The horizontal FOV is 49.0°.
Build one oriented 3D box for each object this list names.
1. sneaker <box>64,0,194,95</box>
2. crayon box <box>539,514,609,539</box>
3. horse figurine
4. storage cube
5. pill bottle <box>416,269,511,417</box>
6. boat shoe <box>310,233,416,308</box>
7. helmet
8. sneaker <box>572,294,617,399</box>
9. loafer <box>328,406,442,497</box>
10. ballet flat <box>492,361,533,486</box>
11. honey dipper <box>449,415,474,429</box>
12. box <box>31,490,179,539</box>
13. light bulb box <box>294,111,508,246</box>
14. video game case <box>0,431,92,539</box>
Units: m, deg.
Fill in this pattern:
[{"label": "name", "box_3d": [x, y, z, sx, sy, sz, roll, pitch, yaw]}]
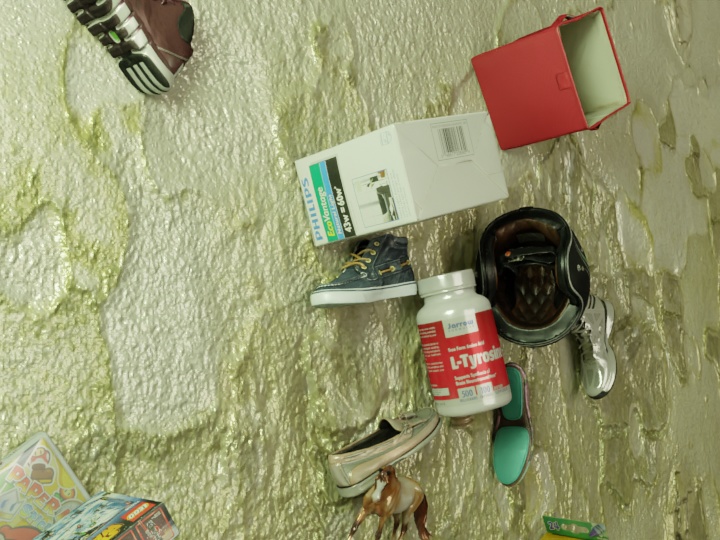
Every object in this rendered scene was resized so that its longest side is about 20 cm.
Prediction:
[{"label": "sneaker", "box_3d": [-0.260, -0.309, 0.896, 0.200, 0.075, 0.116, 60, 44, -33]}, {"label": "crayon box", "box_3d": [0.372, 0.520, 1.329, 0.052, 0.126, 0.201, -26, 101, -42]}, {"label": "horse figurine", "box_3d": [0.044, 0.324, 1.063, 0.200, 0.050, 0.133, 25, 84, -55]}, {"label": "storage cube", "box_3d": [0.330, -0.327, 1.370, 0.171, 0.179, 0.201, -33, 107, -41]}, {"label": "pill bottle", "box_3d": [0.145, 0.104, 1.151, 0.112, 0.112, 0.201, -10, 86, -43]}, {"label": "boat shoe", "box_3d": [0.000, 0.000, 1.096, 0.200, 0.071, 0.091, -7, 88, -50]}, {"label": "helmet", "box_3d": [0.276, 0.019, 1.266, 0.200, 0.200, 0.191, -53, 139, -34]}, {"label": "sneaker", "box_3d": [0.412, 0.133, 1.469, 0.115, 0.076, 0.201, 23, 61, -30]}, {"label": "loafer", "box_3d": [0.037, 0.236, 1.096, 0.200, 0.072, 0.063, -30, 98, -38]}, {"label": "ballet flat", "box_3d": [0.257, 0.253, 1.307, 0.071, 0.069, 0.201, 17, 72, -61]}, {"label": "honey dipper", "box_3d": [0.132, 0.145, 1.219, 0.038, 0.038, 0.201, -21, 96, -43]}, {"label": "box", "box_3d": [-0.280, 0.278, 0.712, 0.200, 0.137, 0.040, -34, 105, -40]}, {"label": "light bulb box", "box_3d": [0.054, -0.122, 1.068, 0.198, 0.200, 0.125, -16, 94, -43]}, {"label": "video game case", "box_3d": [-0.331, 0.293, 0.770, 0.182, 0.023, 0.200, -41, 112, -39]}]
